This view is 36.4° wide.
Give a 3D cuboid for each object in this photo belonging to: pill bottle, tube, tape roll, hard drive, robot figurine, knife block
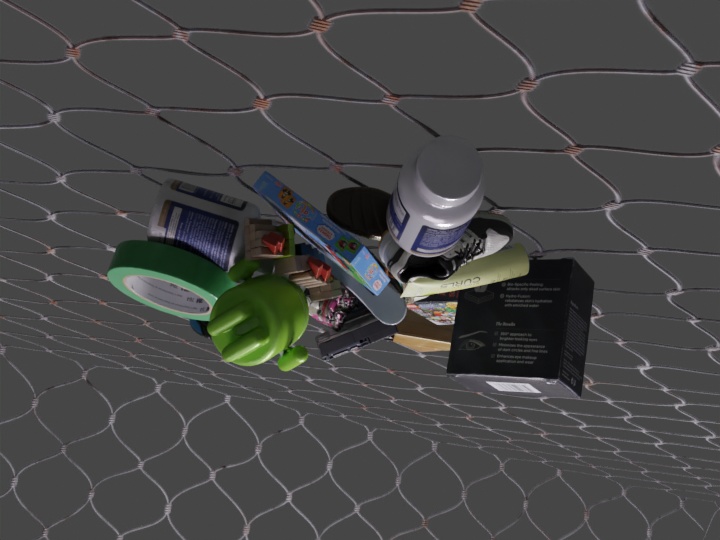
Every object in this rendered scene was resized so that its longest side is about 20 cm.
[{"bbox_3d":[0.098,-0.096,1.397,0.109,0.113,0.200,11,164,-3],"label":"pill bottle"},{"bbox_3d":[0.158,0.007,1.666,0.197,0.052,0.059,-14,124,-13],"label":"tube"},{"bbox_3d":[-0.294,0.018,1.713,0.197,0.049,0.201,15,160,6],"label":"tape roll"},{"bbox_3d":[-0.010,0.111,1.916,0.138,0.038,0.200,-22,-178,-2],"label":"hard drive"},{"bbox_3d":[-0.218,-0.061,1.681,0.197,0.112,0.111,17,164,-2],"label":"pill bottle"},{"bbox_3d":[-0.147,0.070,1.612,0.115,0.177,0.200,-31,179,21],"label":"robot figurine"},{"bbox_3d":[0.101,0.105,2.155,0.198,0.065,0.174,-7,157,45],"label":"knife block"}]

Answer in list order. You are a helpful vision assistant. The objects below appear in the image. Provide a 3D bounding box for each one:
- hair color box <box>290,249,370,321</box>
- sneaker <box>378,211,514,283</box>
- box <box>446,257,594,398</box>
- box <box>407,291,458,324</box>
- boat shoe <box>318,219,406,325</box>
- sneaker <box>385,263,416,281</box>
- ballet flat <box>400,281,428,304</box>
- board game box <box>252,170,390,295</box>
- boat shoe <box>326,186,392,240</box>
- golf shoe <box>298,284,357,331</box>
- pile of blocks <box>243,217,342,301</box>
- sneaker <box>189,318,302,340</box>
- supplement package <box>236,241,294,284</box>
[{"bbox_3d":[-0.036,0.025,1.910,0.110,0.065,0.200,-21,153,14],"label":"hair color box"},{"bbox_3d":[0.127,-0.022,1.529,0.197,0.088,0.076,-12,130,-9],"label":"sneaker"},{"bbox_3d":[0.260,0.092,1.766,0.194,0.203,0.117,0,161,32],"label":"box"},{"bbox_3d":[0.187,0.061,1.999,0.198,0.038,0.136,-3,159,39],"label":"box"},{"bbox_3d":[0.000,0.000,1.775,0.201,0.071,0.091,52,-172,-7],"label":"boat shoe"},{"bbox_3d":[0.116,-0.022,1.686,0.072,0.086,0.198,25,157,-37],"label":"sneaker"},{"bbox_3d":[0.092,0.018,1.877,0.074,0.069,0.200,1,160,-2],"label":"ballet flat"},{"bbox_3d":[-0.056,-0.054,1.607,0.199,0.037,0.151,39,175,24],"label":"board game box"},{"bbox_3d":[0.045,-0.073,1.595,0.197,0.073,0.076,12,175,-6],"label":"boat shoe"},{"bbox_3d":[-0.060,0.046,1.803,0.091,0.073,0.200,27,174,12],"label":"golf shoe"},{"bbox_3d":[-0.083,-0.022,1.597,0.062,0.083,0.199,-9,148,41],"label":"pile of blocks"},{"bbox_3d":[-0.192,0.095,1.853,0.197,0.074,0.082,6,165,15],"label":"sneaker"},{"bbox_3d":[-0.229,-0.018,1.844,0.198,0.122,0.120,23,160,-38],"label":"supplement package"}]
